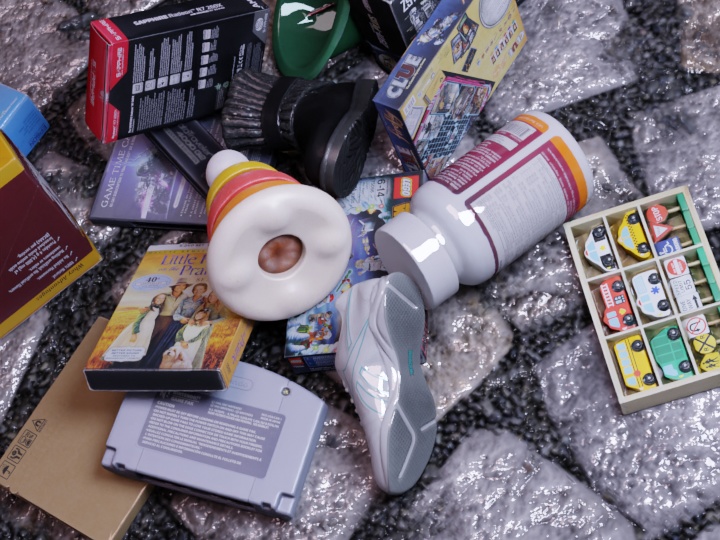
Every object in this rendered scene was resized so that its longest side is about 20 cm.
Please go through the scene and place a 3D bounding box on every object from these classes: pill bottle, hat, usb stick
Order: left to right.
[{"bbox_3d":[-0.185,-0.134,1.620,0.055,0.033,0.200,-34,55,-15],"label":"usb stick"},{"bbox_3d":[0.020,-0.289,1.665,0.201,0.175,0.166,-62,37,30],"label":"hat"},{"bbox_3d":[0.116,-0.056,1.423,0.199,0.110,0.110,-36,55,-16],"label":"pill bottle"}]

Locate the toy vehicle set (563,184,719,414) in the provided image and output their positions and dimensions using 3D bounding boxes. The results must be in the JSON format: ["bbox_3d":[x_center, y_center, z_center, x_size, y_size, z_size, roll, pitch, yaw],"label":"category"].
[{"bbox_3d":[0.274,0.025,1.389,0.123,0.027,0.202,-18,56,8],"label":"toy vehicle set"}]

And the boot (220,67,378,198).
[{"bbox_3d":[-0.071,-0.141,1.532,0.156,0.080,0.212,6,26,8],"label":"boot"}]

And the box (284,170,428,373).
[{"bbox_3d":[0.000,0.000,1.492,0.135,0.040,0.202,-6,59,15],"label":"box"}]

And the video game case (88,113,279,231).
[{"bbox_3d":[-0.188,-0.110,1.636,0.198,0.019,0.144,3,62,22],"label":"video game case"}]

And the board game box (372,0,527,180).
[{"bbox_3d":[0.095,-0.205,1.522,0.034,0.136,0.201,24,70,29],"label":"board game box"}]

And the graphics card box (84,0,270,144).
[{"bbox_3d":[-0.194,-0.218,1.587,0.199,0.126,0.051,-19,48,-32],"label":"graphics card box"}]

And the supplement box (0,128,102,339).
[{"bbox_3d":[-0.415,-0.041,1.564,0.197,0.200,0.133,-38,56,-5],"label":"supplement box"}]

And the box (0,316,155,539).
[{"bbox_3d":[-0.254,0.159,1.495,0.162,0.021,0.201,23,69,26],"label":"box"}]

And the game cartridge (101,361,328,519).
[{"bbox_3d":[-0.136,0.152,1.439,0.198,0.042,0.134,13,62,16],"label":"game cartridge"}]

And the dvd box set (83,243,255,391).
[{"bbox_3d":[-0.173,0.043,1.487,0.145,0.030,0.201,-1,37,17],"label":"dvd box set"}]

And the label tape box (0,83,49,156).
[{"bbox_3d":[-0.481,-0.161,1.742,0.199,0.066,0.144,23,70,32],"label":"label tape box"}]

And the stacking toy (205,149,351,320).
[{"bbox_3d":[-0.104,-0.058,1.481,0.145,0.147,0.200,-32,39,-1],"label":"stacking toy"}]

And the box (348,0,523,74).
[{"bbox_3d":[0.089,-0.311,1.570,0.200,0.164,0.086,-46,57,-10],"label":"box"}]

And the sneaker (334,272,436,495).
[{"bbox_3d":[0.020,0.106,1.389,0.080,0.070,0.203,-8,83,41],"label":"sneaker"}]
